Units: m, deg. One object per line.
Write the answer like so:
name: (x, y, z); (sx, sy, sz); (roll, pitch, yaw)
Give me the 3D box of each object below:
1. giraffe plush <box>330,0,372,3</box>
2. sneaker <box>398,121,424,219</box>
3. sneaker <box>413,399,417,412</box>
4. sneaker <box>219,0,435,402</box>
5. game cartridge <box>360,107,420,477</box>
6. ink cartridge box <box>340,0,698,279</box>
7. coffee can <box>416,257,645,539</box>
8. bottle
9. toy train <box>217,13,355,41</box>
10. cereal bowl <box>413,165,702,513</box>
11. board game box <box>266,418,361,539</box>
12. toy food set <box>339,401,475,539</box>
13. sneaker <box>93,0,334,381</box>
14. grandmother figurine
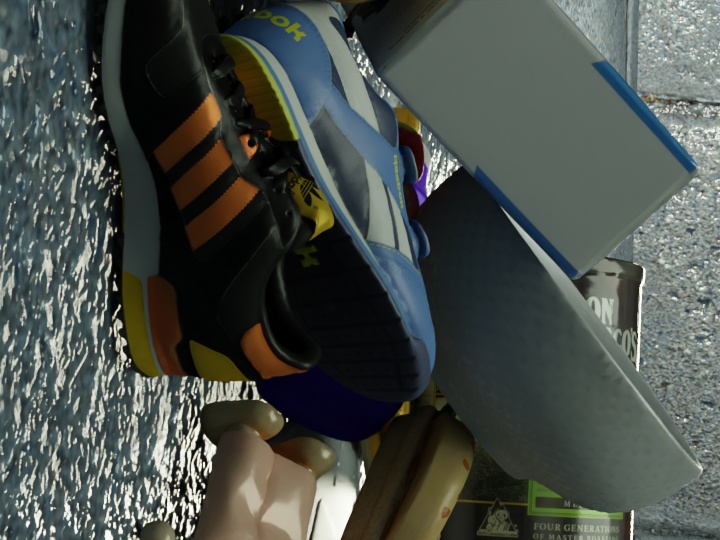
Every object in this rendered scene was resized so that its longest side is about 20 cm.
giraffe plush: (0.036, -0.230, 0.839); (0.173, 0.161, 0.201); (-44, 121, -77)
sneaker: (-0.018, -0.033, 0.954); (0.200, 0.090, 0.079); (-63, 157, -55)
sneaker: (0.053, 0.057, 1.330); (0.131, 0.079, 0.201); (-46, 138, -72)
sneaker: (-0.006, -0.032, 0.865); (0.082, 0.074, 0.201); (-47, 124, -43)
game cartridge: (0.022, 0.025, 1.211); (0.176, 0.032, 0.201); (84, 11, -67)
ink cartridge box: (0.071, -0.100, 0.959); (0.145, 0.084, 0.200); (45, 9, -18)
coffee can: (0.106, 0.095, 1.229); (0.146, 0.145, 0.201); (26, 66, -76)
bottle: (0.000, 0.000, 1.062); (0.065, 0.083, 0.201); (-52, -164, 42)
toy train: (-0.041, -0.106, 0.962); (0.200, 0.034, 0.046); (-36, 141, -74)
cereal bowl: (0.086, 0.046, 0.989); (0.200, 0.083, 0.200); (51, 6, -7)
board game box: (-0.035, 0.164, 1.099); (0.200, 0.026, 0.201); (-44, 137, -72)
toy food set: (0.011, 0.161, 1.020); (0.198, 0.048, 0.201); (-5, 116, -85)
sneaker: (-0.054, -0.046, 0.790); (0.070, 0.089, 0.201); (-59, 151, -63)
grandmother figurine: (-0.060, 0.162, 0.875); (0.061, 0.121, 0.201); (-38, -153, 46)
